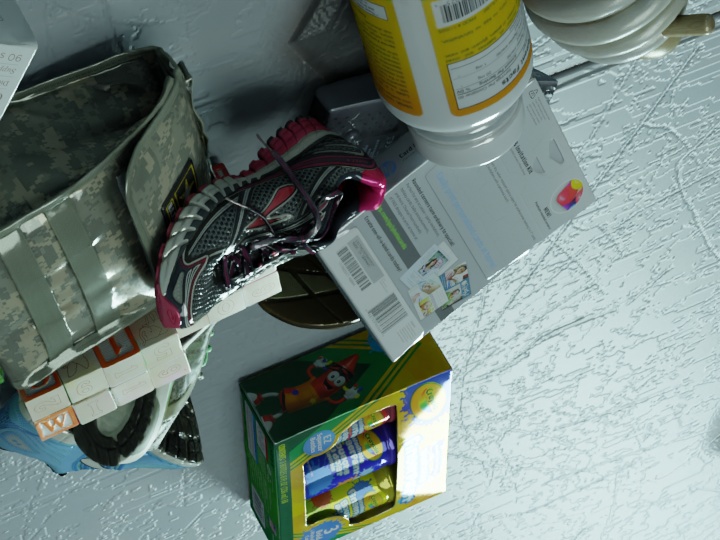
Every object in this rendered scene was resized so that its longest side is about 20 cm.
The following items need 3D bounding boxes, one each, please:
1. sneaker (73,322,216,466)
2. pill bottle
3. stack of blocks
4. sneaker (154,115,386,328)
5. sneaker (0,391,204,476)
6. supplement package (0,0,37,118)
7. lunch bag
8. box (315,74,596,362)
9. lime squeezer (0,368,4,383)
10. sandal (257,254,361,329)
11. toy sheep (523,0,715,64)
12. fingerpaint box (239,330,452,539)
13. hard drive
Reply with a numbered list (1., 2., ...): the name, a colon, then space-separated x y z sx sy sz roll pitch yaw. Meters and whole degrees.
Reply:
1. sneaker: -0.139 0.053 1.592 0.201 0.077 0.089 -59 159 3
2. pill bottle: 0.055 -0.164 1.431 0.111 0.111 0.200 -27 140 -8
3. stack of blocks: -0.159 0.020 1.505 0.199 0.115 0.059 -25 150 -10
4. sneaker: -0.063 -0.030 1.431 0.200 0.075 0.081 -44 153 -32
5. sneaker: -0.204 0.119 1.664 0.090 0.079 0.200 -29 149 32
6. supplement package: -0.291 -0.096 1.242 0.117 0.118 0.200 0 136 -41
7. lunch bag: -0.182 -0.041 1.413 0.200 0.118 0.164 -32 148 -12
8. box: 0.065 -0.044 1.581 0.200 0.041 0.156 -38 139 -3
9. lime squeezer: -0.290 0.067 1.548 0.070 0.038 0.200 16 132 -10
10. sandal: 0.000 0.000 1.674 0.199 0.082 0.055 -19 168 -32
11. toy sheep: 0.167 -0.211 1.469 0.138 0.138 0.200 -36 134 5
12. fingerpaint box: -0.011 0.146 1.839 0.166 0.073 0.200 -22 146 -16
13. hard drive: 0.039 -0.096 1.591 0.199 0.042 0.135 -10 141 -30
